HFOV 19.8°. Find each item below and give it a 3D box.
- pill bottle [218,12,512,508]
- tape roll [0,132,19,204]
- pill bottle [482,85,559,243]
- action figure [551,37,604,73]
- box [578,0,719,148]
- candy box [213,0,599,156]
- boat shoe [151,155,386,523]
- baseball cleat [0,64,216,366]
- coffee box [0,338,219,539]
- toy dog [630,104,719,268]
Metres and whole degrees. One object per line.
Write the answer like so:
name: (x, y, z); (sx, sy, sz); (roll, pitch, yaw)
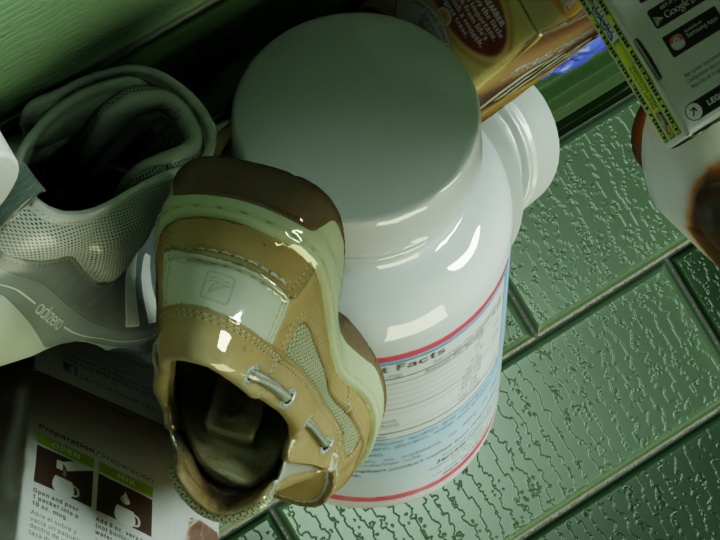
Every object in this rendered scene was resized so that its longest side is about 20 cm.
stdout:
pill bottle: (0.000, 0.000, 0.748); (0.108, 0.109, 0.200); (-31, 153, -16)
tape roll: (-0.168, 0.013, 0.449); (0.202, 0.037, 0.203); (-31, 178, -2)
pill bottle: (0.007, -0.027, 0.972); (0.200, 0.111, 0.111); (-36, -179, -42)
action figure: (0.145, -0.112, 1.165); (0.199, 0.099, 0.065); (-33, 180, -24)
box: (0.156, -0.137, 0.653); (0.199, 0.111, 0.035); (-31, 178, -4)
candy box: (0.036, -0.087, 0.815); (0.115, 0.056, 0.200); (-30, 178, -39)
boat shoe: (-0.038, 0.043, 0.644); (0.200, 0.071, 0.077); (74, 28, -62)
baseball cleat: (-0.075, -0.018, 0.663); (0.106, 0.070, 0.200); (-39, 180, 18)
coffee box: (-0.110, 0.082, 0.734); (0.113, 0.080, 0.201); (-50, -156, 25)
toy dog: (0.186, -0.083, 0.740); (0.201, 0.193, 0.140); (-55, -146, 13)
